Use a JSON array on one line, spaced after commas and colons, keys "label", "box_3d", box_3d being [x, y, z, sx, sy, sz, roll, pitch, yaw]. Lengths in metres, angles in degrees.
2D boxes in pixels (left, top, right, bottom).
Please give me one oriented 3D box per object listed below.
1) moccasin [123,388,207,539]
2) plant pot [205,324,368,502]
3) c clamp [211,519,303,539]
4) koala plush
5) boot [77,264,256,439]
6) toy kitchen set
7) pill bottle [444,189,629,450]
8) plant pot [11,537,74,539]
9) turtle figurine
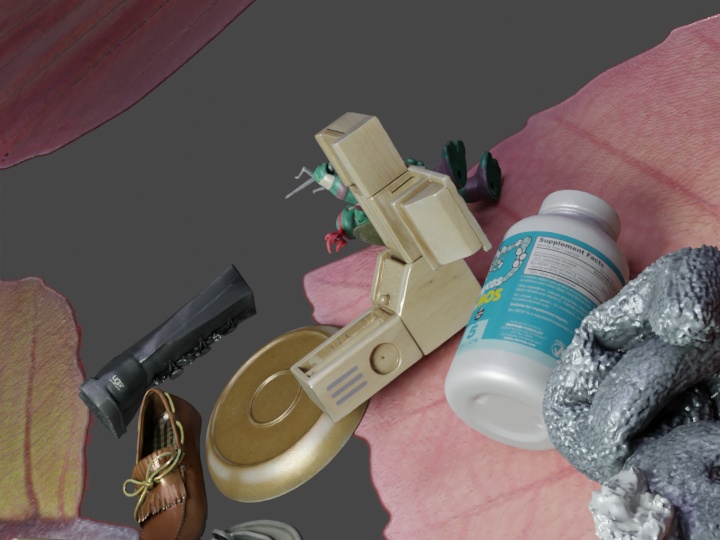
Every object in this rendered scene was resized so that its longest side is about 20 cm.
[{"label": "moccasin", "box_3d": [-0.187, 0.195, 1.190, 0.073, 0.078, 0.202, -28, 40, 23]}, {"label": "plant pot", "box_3d": [-0.076, 0.128, 1.199, 0.199, 0.027, 0.201, -28, 37, 23]}, {"label": "c clamp", "box_3d": [-0.134, 0.295, 1.074, 0.170, 0.027, 0.201, 8, 59, 50]}, {"label": "koala plush", "box_3d": [0.206, 0.129, 0.795, 0.183, 0.177, 0.201, -37, 33, 30]}, {"label": "boot", "box_3d": [-0.203, 0.086, 1.328, 0.200, 0.066, 0.165, -43, 1, -17]}, {"label": "toy kitchen set", "box_3d": [0.000, 0.000, 1.053, 0.180, 0.201, 0.163, -36, 18, -9]}, {"label": "pill bottle", "box_3d": [0.148, 0.033, 0.997, 0.110, 0.111, 0.201, -6, 47, 42]}, {"label": "plant pot", "box_3d": [-0.240, 0.325, 0.977, 0.200, 0.177, 0.200, -40, 34, 24]}, {"label": "turtle figurine", "box_3d": [0.033, -0.076, 1.254, 0.199, 0.101, 0.149, -13, 3, 34]}]
